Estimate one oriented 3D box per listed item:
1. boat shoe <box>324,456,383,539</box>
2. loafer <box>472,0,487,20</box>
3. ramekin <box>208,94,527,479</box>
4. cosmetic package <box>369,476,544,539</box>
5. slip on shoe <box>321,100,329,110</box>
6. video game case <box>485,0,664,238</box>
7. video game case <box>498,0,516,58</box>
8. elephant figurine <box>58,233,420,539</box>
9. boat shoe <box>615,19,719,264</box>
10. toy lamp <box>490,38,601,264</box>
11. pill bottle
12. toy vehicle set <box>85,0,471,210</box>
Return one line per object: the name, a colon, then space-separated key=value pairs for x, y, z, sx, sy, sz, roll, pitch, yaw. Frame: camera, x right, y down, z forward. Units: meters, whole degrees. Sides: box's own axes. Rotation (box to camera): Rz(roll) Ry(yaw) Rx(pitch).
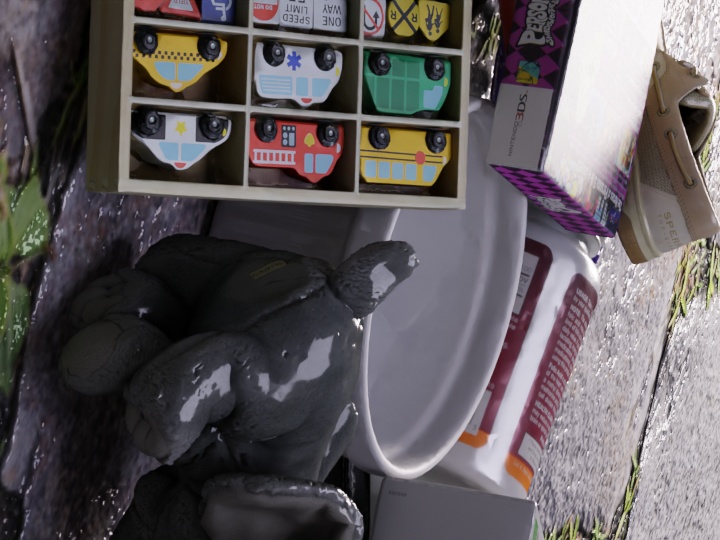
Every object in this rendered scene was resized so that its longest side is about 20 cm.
boat shoe: x=-0.013 y=0.163 z=1.437 sx=0.076 sy=0.060 sz=0.200 roll=-85 pitch=178 yaw=-53
loafer: x=0.060 y=-0.186 z=1.386 sx=0.073 sy=0.071 sz=0.201 roll=23 pitch=82 yaw=-66
ramekin: x=0.000 y=0.000 z=1.315 sx=0.200 sy=0.105 sz=0.201 roll=-42 pitch=139 yaw=-52
cosmetic package: x=0.049 y=0.177 z=1.347 sx=0.200 sy=0.085 sz=0.108 roll=58 pitch=41 yaw=-77
slip on shoe: x=-0.017 y=-0.133 z=1.259 sx=0.074 sy=0.061 sz=0.200 roll=110 pitch=-2 yaw=-51
video game case: x=0.121 y=-0.123 z=1.365 sx=0.200 sy=0.036 sz=0.182 roll=27 pitch=73 yaw=-72
video game case: x=0.095 y=-0.231 z=1.335 sx=0.143 sy=0.017 sz=0.200 roll=-60 pitch=149 yaw=-44
elephant figurine: x=-0.056 y=0.090 z=1.186 sx=0.141 sy=0.155 sz=0.200 roll=-42 pitch=132 yaw=-38
boat shoe: x=0.182 y=-0.091 z=1.514 sx=0.200 sy=0.065 sz=0.072 roll=-87 pitch=155 yaw=-42
toy lamp: x=0.118 y=-0.074 z=1.600 sx=0.058 sy=0.058 sz=0.200 roll=-62 pitch=153 yaw=-29
pill bottle: x=0.073 y=0.033 z=1.486 sx=0.200 sy=0.114 sz=0.114 roll=-68 pitch=155 yaw=-17
toy vehicle set: x=-0.033 y=-0.093 z=1.150 sx=0.200 sy=0.026 sz=0.125 roll=1 pitch=89 yaw=-39
